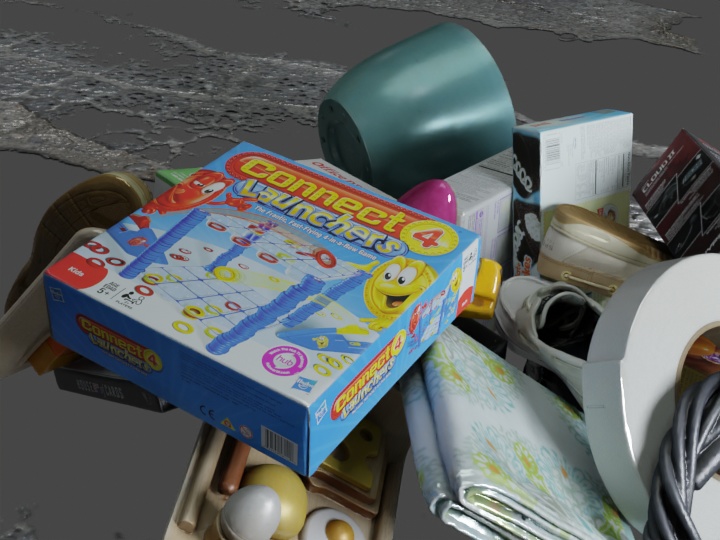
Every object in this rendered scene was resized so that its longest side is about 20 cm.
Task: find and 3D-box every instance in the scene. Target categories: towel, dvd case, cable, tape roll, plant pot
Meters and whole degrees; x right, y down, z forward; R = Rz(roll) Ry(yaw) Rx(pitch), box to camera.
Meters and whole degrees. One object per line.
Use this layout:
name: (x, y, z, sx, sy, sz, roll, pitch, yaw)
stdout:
towel: (0.101, 0.118, 0.688, 0.171, 0.048, 0.200, 37, 20, -23)
dvd case: (-0.126, 0.066, 0.799, 0.150, 0.025, 0.200, -16, 8, -33)
cable: (0.252, 0.137, 0.665, 0.200, 0.164, 0.051, -16, 3, -32)
tape roll: (0.234, 0.089, 0.715, 0.202, 0.203, 0.037, -15, 1, -34)
plant pot: (0.050, -0.153, 1.174, 0.161, 0.201, 0.201, -23, 35, -20)

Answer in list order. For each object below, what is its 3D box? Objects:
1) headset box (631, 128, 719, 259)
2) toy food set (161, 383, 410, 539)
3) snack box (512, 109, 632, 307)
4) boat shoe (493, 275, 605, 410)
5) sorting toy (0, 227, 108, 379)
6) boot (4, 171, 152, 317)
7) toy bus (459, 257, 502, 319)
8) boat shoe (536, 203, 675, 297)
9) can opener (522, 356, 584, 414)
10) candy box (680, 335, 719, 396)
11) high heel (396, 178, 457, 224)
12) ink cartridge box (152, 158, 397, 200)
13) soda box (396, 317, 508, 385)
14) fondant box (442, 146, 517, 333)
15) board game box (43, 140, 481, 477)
headset box: (0.318, -0.026, 0.864, 0.149, 0.077, 0.200, 29, 23, -14)
toy food set: (-0.026, 0.124, 0.644, 0.143, 0.060, 0.200, 31, 38, -13)
snack box: (0.186, -0.033, 0.933, 0.116, 0.201, 0.037, -15, 21, -34)
boat shoe: (0.152, 0.043, 0.804, 0.072, 0.066, 0.200, -26, 31, -3)
sorting toy: (-0.172, 0.015, 0.808, 0.037, 0.185, 0.200, 56, 32, 10)
boot: (-0.196, -0.024, 0.890, 0.073, 0.200, 0.155, 46, 35, 8)
toy bus: (0.003, 0.008, 0.799, 0.199, 0.079, 0.065, 13, -9, 10)
boat shoe: (0.239, 0.014, 0.880, 0.200, 0.069, 0.074, 26, 19, 0)
can opener: (0.185, 0.097, 0.827, 0.078, 0.064, 0.200, -10, 30, -13)
candy box: (0.333, 0.101, 0.851, 0.117, 0.057, 0.200, -20, 36, -40)
high heel: (0.000, 0.000, 0.864, 0.096, 0.200, 0.067, -14, 67, -41)
ink cartridge box: (-0.078, -0.043, 1.021, 0.200, 0.085, 0.146, -10, 30, -39)
soda box: (0.017, 0.092, 0.812, 0.200, 0.064, 0.071, -16, 33, -33)
fondant box: (0.117, -0.021, 0.962, 0.058, 0.145, 0.200, 21, 31, 33)
board game box: (-0.057, 0.010, 0.674, 0.200, 0.056, 0.196, 23, 41, 24)
